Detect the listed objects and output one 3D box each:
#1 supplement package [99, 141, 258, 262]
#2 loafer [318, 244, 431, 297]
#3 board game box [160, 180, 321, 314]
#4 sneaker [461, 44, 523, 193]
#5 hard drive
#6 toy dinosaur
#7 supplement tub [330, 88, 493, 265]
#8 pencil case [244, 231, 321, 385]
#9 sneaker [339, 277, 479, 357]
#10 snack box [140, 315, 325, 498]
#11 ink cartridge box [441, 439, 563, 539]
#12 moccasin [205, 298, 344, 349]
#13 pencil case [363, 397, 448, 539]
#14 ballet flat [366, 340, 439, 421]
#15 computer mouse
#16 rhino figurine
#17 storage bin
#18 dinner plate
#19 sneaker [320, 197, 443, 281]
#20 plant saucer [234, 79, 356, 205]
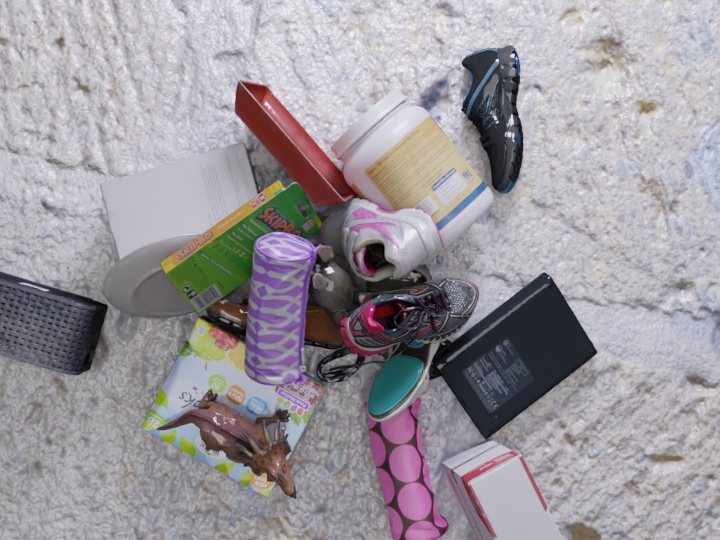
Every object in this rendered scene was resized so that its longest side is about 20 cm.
[{"bbox_3d":[-0.228,-0.074,1.605,0.197,0.120,0.123,-16,81,-3],"label":"supplement package"},{"bbox_3d":[0.000,0.000,1.647,0.196,0.070,0.071,4,89,-3],"label":"loafer"},{"bbox_3d":[-0.148,-0.033,1.525,0.198,0.096,0.030,-33,49,-2],"label":"board game box"},{"bbox_3d":[0.182,-0.206,1.667,0.081,0.073,0.204,-2,84,13],"label":"sneaker"},{"bbox_3d":[0.213,0.118,1.657,0.199,0.033,0.140,-36,109,-3],"label":"hard drive"},{"bbox_3d":[-0.161,0.210,1.538,0.197,0.136,0.087,19,91,-2],"label":"toy dinosaur"},{"bbox_3d":[0.067,-0.125,1.614,0.144,0.145,0.201,-40,92,-2],"label":"supplement tub"},{"bbox_3d":[-0.101,0.053,1.530,0.084,0.084,0.203,17,121,21],"label":"pencil case"},{"bbox_3d":[0.073,0.057,1.541,0.198,0.075,0.082,-19,78,-29],"label":"sneaker"},{"bbox_3d":[-0.171,0.184,1.639,0.198,0.068,0.170,30,89,-1],"label":"snack box"},{"bbox_3d":[0.187,0.311,1.591,0.082,0.200,0.148,-27,91,-6],"label":"ink cartridge box"},{"bbox_3d":[-0.110,0.056,1.628,0.198,0.074,0.079,8,82,-14],"label":"moccasin"},{"bbox_3d":[0.063,0.265,1.643,0.090,0.093,0.203,-11,91,42],"label":"pencil case"},{"bbox_3d":[0.072,0.121,1.602,0.069,0.070,0.202,26,67,-3],"label":"ballet flat"},{"bbox_3d":[0.037,0.125,1.668,0.196,0.034,0.060,-5,101,-1],"label":"computer mouse"},{"bbox_3d":[-0.018,0.044,1.595,0.060,0.087,0.201,-43,113,-12],"label":"rhino figurine"},{"bbox_3d":[-0.446,0.062,1.590,0.197,0.135,0.095,16,89,-3],"label":"storage bin"},{"bbox_3d":[-0.236,0.016,1.578,0.197,0.201,0.025,-18,62,-3],"label":"dinner plate"},{"bbox_3d":[0.009,-0.036,1.557,0.088,0.198,0.082,-41,118,-32],"label":"sneaker"},{"bbox_3d":[-0.087,-0.160,1.583,0.037,0.200,0.200,-41,92,8],"label":"plant saucer"}]
